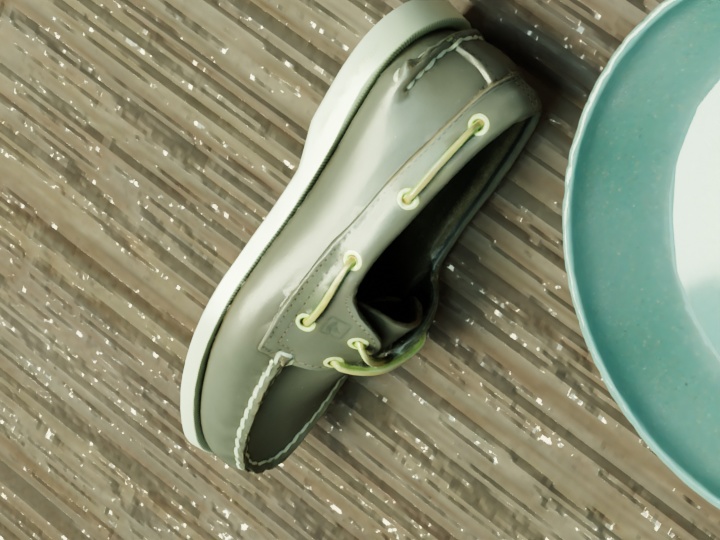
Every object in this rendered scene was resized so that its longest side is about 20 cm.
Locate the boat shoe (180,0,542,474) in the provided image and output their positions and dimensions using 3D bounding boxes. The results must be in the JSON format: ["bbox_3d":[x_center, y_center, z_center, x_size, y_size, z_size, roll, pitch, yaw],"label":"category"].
[{"bbox_3d":[-0.002,0.000,0.927,0.060,0.072,0.202,42,121,23],"label":"boat shoe"}]

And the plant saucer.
[{"bbox_3d":[0.159,-0.006,0.833,0.200,0.036,0.200,11,111,32],"label":"plant saucer"}]
